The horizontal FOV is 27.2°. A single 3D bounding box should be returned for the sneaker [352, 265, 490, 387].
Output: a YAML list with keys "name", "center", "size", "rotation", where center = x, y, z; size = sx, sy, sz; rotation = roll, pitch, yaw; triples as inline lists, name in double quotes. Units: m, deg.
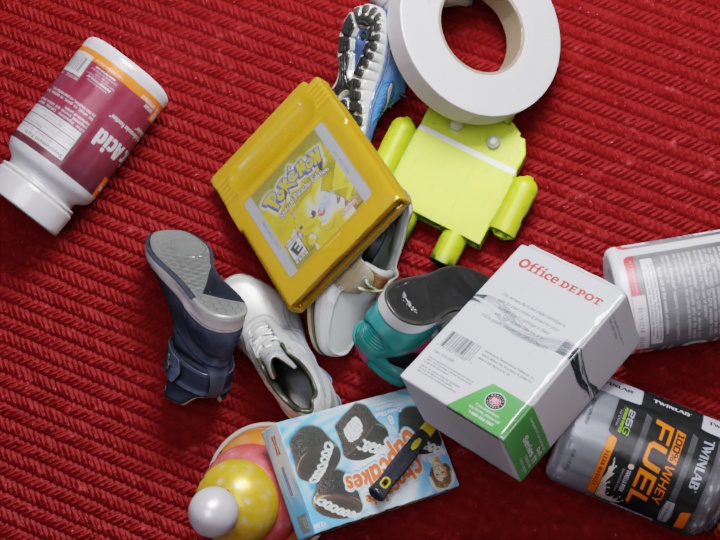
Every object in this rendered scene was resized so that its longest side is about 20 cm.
- name: "sneaker"
  center: [0.065, 0.065, 1.573]
  size: [0.121, 0.199, 0.084]
  rotation: [-48, 62, 34]

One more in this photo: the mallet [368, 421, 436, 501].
- name: "mallet"
  center: [0.063, 0.159, 1.547]
  size: [0.066, 0.041, 0.200]
  rotation: [44, 54, 10]

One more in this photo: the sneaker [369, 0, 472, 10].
- name: "sneaker"
  center: [0.107, -0.344, 1.678]
  size: [0.200, 0.075, 0.089]
  rotation: [-43, 92, 1]

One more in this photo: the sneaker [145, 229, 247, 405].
- name: "sneaker"
  center: [-0.190, 0.056, 1.612]
  size: [0.076, 0.147, 0.203]
  rotation: [-4, 34, -26]

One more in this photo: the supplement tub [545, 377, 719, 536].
- name: "supplement tub"
  center: [0.301, 0.192, 1.523]
  size: [0.198, 0.123, 0.123]
  rotation: [21, 81, 8]

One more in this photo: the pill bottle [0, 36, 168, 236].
- name: "pill bottle"
  center: [-0.314, -0.146, 1.642]
  size: [0.114, 0.114, 0.201]
  rotation: [35, 84, 10]

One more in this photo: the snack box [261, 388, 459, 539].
- name: "snack box"
  center: [0.002, 0.195, 1.531]
  size: [0.199, 0.037, 0.117]
  rotation: [-11, 75, -40]

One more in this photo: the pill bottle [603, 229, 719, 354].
- name: "pill bottle"
  center: [0.362, 0.017, 1.557]
  size: [0.198, 0.114, 0.115]
  rotation: [-9, 78, 3]

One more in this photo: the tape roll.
- name: "tape roll"
  center: [0.123, -0.259, 1.611]
  size: [0.201, 0.037, 0.205]
  rotation: [5, 77, -23]

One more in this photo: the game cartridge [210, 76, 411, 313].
- name: "game cartridge"
  center: [-0.059, -0.085, 1.593]
  size: [0.176, 0.032, 0.201]
  rotation: [-45, 59, 17]

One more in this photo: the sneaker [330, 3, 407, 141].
- name: "sneaker"
  center: [0.012, -0.186, 1.639]
  size: [0.078, 0.089, 0.202]
  rotation: [28, 105, 41]

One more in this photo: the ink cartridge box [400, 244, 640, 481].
- name: "ink cartridge box"
  center: [0.163, 0.088, 1.491]
  size: [0.200, 0.083, 0.146]
  rotation: [-45, 47, -17]

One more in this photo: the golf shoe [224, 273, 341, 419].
- name: "golf shoe"
  center: [-0.089, 0.081, 1.590]
  size: [0.078, 0.097, 0.201]
  rotation: [-37, 77, -1]

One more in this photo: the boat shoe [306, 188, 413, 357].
- name: "boat shoe"
  center: [0.000, 0.000, 1.589]
  size: [0.068, 0.074, 0.202]
  rotation: [18, 96, 42]

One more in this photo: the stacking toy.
- name: "stacking toy"
  center: [-0.120, 0.230, 1.499]
  size: [0.145, 0.200, 0.148]
  rotation: [-1, 86, 16]

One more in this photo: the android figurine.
- name: "android figurine"
  center: [0.106, -0.107, 1.640]
  size: [0.181, 0.041, 0.201]
  rotation: [28, 84, 9]
